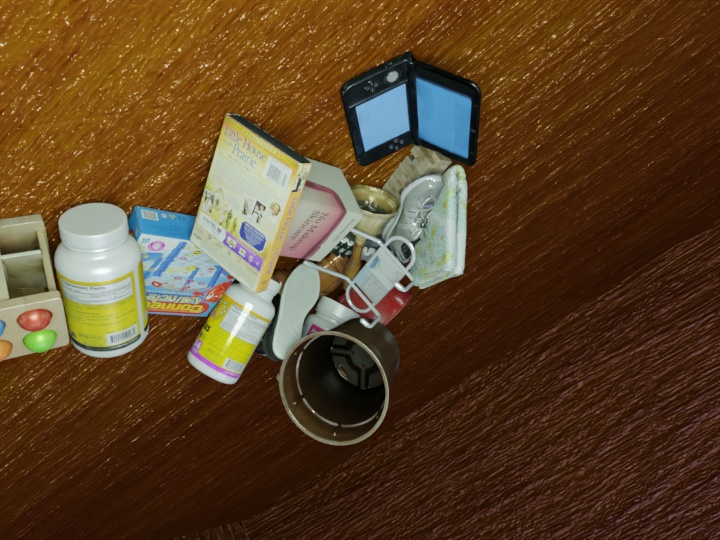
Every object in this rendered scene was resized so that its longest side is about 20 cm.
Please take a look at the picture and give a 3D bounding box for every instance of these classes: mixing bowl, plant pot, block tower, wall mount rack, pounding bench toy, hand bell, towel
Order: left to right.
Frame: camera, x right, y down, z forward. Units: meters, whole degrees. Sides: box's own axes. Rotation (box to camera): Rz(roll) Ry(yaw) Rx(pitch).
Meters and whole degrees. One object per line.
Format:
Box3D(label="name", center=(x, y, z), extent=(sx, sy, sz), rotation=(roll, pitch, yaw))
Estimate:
Box3D(label="pounding bench toy", center=(-0.482, 0.054, 0.823), extent=(0.123, 0.157, 0.201), rotation=(-13, 152, -28))
Box3D(label="plant pot", center=(-0.020, 0.185, 1.096), extent=(0.199, 0.201, 0.198), rotation=(-37, 178, 19))
Box3D(label="hand bell", center=(-0.004, -0.047, 1.109), extent=(0.103, 0.104, 0.202), rotation=(-9, 131, -35))
Box3D(label="wall mount rack", center=(0.000, 0.000, 1.066), extent=(0.200, 0.174, 0.074), rotation=(-49, 171, 37))
Box3D(label="mixing bowl", center=(0.013, 0.078, 1.382), extent=(0.200, 0.109, 0.200), rotation=(-40, -176, 3))
Box3D(label="block tower", center=(0.084, -0.154, 1.121), extent=(0.054, 0.058, 0.200), rotation=(-3, 143, -41))
Box3D(label="towel", center=(0.148, -0.076, 1.120), extent=(0.047, 0.203, 0.171), rotation=(7, 168, -19))

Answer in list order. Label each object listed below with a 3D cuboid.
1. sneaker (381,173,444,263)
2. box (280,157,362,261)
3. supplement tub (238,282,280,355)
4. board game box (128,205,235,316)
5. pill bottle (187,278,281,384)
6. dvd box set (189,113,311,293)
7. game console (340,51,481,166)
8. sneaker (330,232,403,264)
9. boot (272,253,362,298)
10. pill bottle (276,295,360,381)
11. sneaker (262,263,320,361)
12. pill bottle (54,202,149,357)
Box3D(label="sneaker", center=(0.109, -0.095, 1.093), extent=(0.074, 0.083, 0.201), rotation=(-13, 150, -28))
Box3D(label="box", center=(-0.116, -0.102, 0.943), extent=(0.199, 0.110, 0.128), rotation=(8, 138, -47))
Box3D(label="supplement tub", center=(-0.206, 0.109, 1.244), extent=(0.122, 0.123, 0.200), rotation=(-30, 154, 6))
Box3D(label="board game box", center=(-0.306, -0.006, 0.980), extent=(0.198, 0.056, 0.196), rotation=(7, 138, -41))
Box3D(label="pill bottle", center=(-0.224, 0.096, 1.085), extent=(0.202, 0.104, 0.104), rotation=(-60, 153, -4))
Box3D(label="dvd box set", center=(-0.157, -0.091, 0.822), extent=(0.029, 0.146, 0.202), rotation=(-18, 137, -56))
Box3D(label="game console", center=(0.079, -0.220, 0.920), extent=(0.174, 0.117, 0.201), rotation=(-26, 154, -4))
Box3D(label="sneaker", center=(0.001, -0.067, 1.194), extent=(0.198, 0.092, 0.066), rotation=(18, 156, -24))
Box3D(label="boot", center=(-0.089, 0.000, 1.223), extent=(0.154, 0.074, 0.200), rotation=(-34, 165, 13))
Box3D(label="pill bottle", center=(-0.086, 0.164, 1.259), extent=(0.202, 0.112, 0.113), rotation=(-63, 154, -7))
Box3D(label="sneaker", center=(-0.138, 0.083, 1.137), extent=(0.070, 0.202, 0.099), rotation=(25, 152, -19))
Box3D(label="pill bottle", center=(-0.363, 0.014, 0.837), extent=(0.111, 0.113, 0.202), rotation=(-13, 130, -28))
